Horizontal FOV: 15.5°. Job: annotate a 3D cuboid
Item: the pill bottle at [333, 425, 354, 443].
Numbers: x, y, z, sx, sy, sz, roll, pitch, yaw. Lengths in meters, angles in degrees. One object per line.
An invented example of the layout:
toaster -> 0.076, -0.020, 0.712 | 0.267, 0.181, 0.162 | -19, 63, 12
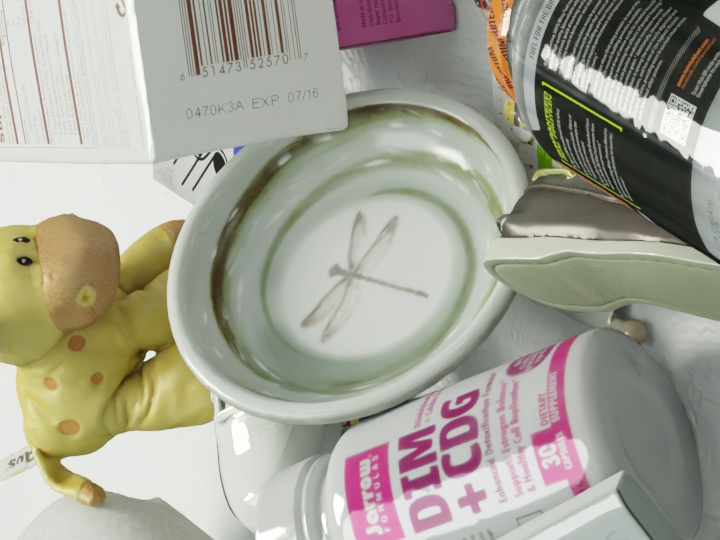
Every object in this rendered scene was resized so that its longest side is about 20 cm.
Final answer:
pill bottle -> 0.038, 0.179, 1.415 | 0.112, 0.112, 0.201 | -10, 90, 60

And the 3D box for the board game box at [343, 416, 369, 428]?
board game box -> -0.002, 0.165, 1.556 | 0.135, 0.034, 0.201 | -15, 86, 60

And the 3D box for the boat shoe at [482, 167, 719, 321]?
boat shoe -> 0.142, -0.016, 1.212 | 0.201, 0.072, 0.061 | 5, 65, 46

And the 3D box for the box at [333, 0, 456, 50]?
box -> -0.050, -0.205, 1.453 | 0.200, 0.096, 0.177 | 1, 101, 60

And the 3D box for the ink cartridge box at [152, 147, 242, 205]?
ink cartridge box -> -0.062, -0.072, 1.569 | 0.200, 0.044, 0.095 | 31, 127, 52

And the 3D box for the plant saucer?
plant saucer -> 0.000, 0.000, 1.354 | 0.200, 0.200, 0.050 | 50, 176, 40

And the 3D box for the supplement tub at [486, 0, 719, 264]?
supplement tub -> 0.147, -0.078, 1.130 | 0.200, 0.122, 0.123 | 37, 130, 49

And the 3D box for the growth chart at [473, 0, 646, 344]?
growth chart -> 0.099, -0.068, 1.323 | 0.144, 0.018, 0.201 | 15, 113, 57

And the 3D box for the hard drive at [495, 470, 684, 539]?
hard drive -> 0.083, 0.189, 1.229 | 0.200, 0.026, 0.132 | -32, 102, 31

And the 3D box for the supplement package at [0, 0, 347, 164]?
supplement package -> -0.110, -0.120, 1.374 | 0.200, 0.116, 0.118 | 5, 105, 59

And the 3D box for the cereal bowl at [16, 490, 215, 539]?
cereal bowl -> -0.118, 0.203, 1.664 | 0.200, 0.083, 0.200 | 37, 172, 6

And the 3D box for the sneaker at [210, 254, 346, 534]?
sneaker -> -0.056, 0.048, 1.411 | 0.076, 0.080, 0.201 | -25, 44, 28

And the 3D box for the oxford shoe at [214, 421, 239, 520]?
oxford shoe -> -0.052, 0.079, 1.511 | 0.201, 0.071, 0.073 | -84, 13, -47

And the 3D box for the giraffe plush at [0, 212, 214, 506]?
giraffe plush -> -0.181, 0.025, 1.612 | 0.173, 0.200, 0.162 | 46, 175, 47

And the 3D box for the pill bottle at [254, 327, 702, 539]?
pill bottle -> 0.055, 0.112, 1.280 | 0.199, 0.113, 0.114 | -23, 78, 28
